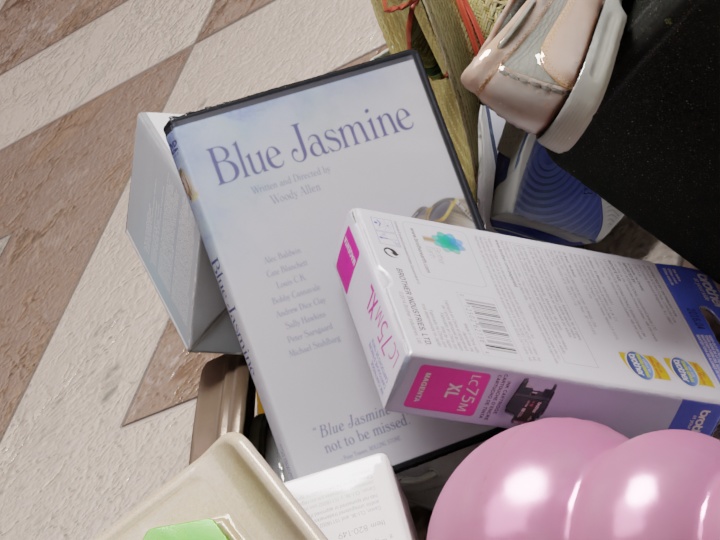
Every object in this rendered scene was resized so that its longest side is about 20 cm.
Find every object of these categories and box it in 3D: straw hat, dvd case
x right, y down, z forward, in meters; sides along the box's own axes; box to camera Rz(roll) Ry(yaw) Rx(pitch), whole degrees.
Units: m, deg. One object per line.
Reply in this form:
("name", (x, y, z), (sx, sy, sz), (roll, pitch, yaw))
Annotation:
("straw hat", (0.062, -0.140, 1.146), (0.084, 0.202, 0.201), (-20, 26, -5))
("dvd case", (0.000, 0.000, 1.071), (0.142, 0.202, 0.018), (-18, -7, -21))

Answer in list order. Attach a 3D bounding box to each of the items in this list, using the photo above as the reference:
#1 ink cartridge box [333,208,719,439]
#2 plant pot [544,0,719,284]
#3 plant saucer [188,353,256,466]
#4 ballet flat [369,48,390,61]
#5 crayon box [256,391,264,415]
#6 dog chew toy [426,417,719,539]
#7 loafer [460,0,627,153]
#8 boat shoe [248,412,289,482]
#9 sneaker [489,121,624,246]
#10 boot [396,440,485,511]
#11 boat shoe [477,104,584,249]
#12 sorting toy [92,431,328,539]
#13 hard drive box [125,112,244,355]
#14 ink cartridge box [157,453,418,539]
("ink cartridge box", (0.093, 0.031, 1.030), (0.120, 0.198, 0.042), (-110, 33, -52))
("plant pot", (0.202, -0.109, 1.068), (0.177, 0.199, 0.201), (-42, 23, 39))
("plant saucer", (-0.076, 0.135, 1.148), (0.029, 0.201, 0.201), (4, 35, -2))
("ballet flat", (0.028, -0.106, 1.377), (0.200, 0.070, 0.068), (-52, -15, -64))
("crayon box", (-0.007, 0.025, 1.328), (0.125, 0.052, 0.200), (-38, 26, 16))
("dog chew toy", (0.125, 0.123, 0.920), (0.199, 0.125, 0.125), (-7, 45, 41))
("loafer", (0.095, -0.143, 1.017), (0.072, 0.062, 0.201), (123, 168, -47))
("boat shoe", (-0.012, 0.158, 1.095), (0.068, 0.075, 0.201), (-17, 58, 10))
("sneaker", (0.113, -0.106, 1.221), (0.115, 0.080, 0.201), (-12, 60, 64))
("boot", (0.009, 0.081, 1.172), (0.074, 0.096, 0.199), (-55, 27, -19))
("boat shoe", (0.082, -0.052, 1.294), (0.086, 0.074, 0.203), (-34, 37, 27))
("sorting toy", (-0.083, 0.190, 0.931), (0.200, 0.037, 0.185), (-39, 60, -4))
("hard drive box", (-0.036, -0.022, 1.188), (0.200, 0.154, 0.077), (-127, 42, -66))
("ink cartridge box", (-0.012, 0.198, 0.971), (0.115, 0.068, 0.201), (-17, 61, 2))
